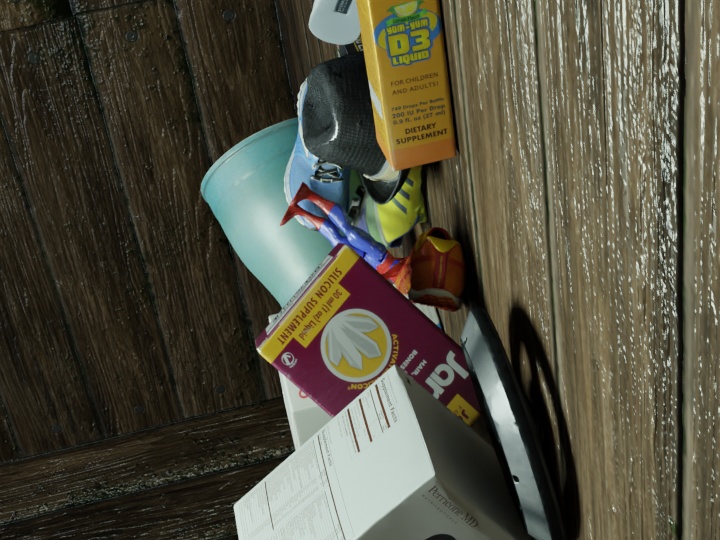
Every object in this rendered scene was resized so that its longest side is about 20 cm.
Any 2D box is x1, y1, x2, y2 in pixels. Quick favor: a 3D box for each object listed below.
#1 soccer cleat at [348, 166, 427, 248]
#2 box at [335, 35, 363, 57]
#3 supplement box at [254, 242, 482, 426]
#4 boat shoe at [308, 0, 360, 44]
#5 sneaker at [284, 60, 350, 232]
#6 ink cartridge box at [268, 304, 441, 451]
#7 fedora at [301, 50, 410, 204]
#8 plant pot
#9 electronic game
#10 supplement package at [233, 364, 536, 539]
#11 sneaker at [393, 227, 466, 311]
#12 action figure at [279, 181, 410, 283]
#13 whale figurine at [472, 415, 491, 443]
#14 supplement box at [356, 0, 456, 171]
[{"bbox_3d":[0.043,-0.087,1.561,0.201,0.083,0.065,121,168,-59],"label":"soccer cleat"},{"bbox_3d":[0.018,-0.177,1.666,0.162,0.048,0.202,-113,10,-51],"label":"box"},{"bbox_3d":[0.014,0.087,1.335,0.200,0.131,0.103,41,178,-6],"label":"supplement box"},{"bbox_3d":[0.004,-0.297,1.357,0.202,0.074,0.087,126,158,-67],"label":"boat shoe"},{"bbox_3d":[-0.042,-0.142,1.591,0.089,0.077,0.203,123,148,-71],"label":"sneaker"},{"bbox_3d":[0.004,0.128,1.707,0.146,0.197,0.149,83,173,-51],"label":"ink cartridge box"},{"bbox_3d":[-0.007,-0.161,1.429,0.200,0.090,0.204,-176,90,-73],"label":"fedora"},{"bbox_3d":[-0.068,-0.055,1.734,0.200,0.198,0.190,90,156,-71],"label":"plant pot"},{"bbox_3d":[0.125,0.127,1.154,0.200,0.041,0.203,-19,-89,-90],"label":"electronic game"},{"bbox_3d":[0.032,0.233,1.218,0.191,0.200,0.148,40,-164,-31],"label":"supplement package"},{"bbox_3d":[0.076,-0.001,1.409,0.200,0.072,0.078,166,115,-83],"label":"sneaker"},{"bbox_3d":[0.000,0.000,1.522,0.100,0.198,0.065,-64,5,-33],"label":"action figure"},{"bbox_3d":[0.086,0.201,1.481,0.201,0.102,0.161,83,173,-52],"label":"whale figurine"},{"bbox_3d":[0.037,-0.193,1.246,0.069,0.066,0.202,-110,8,-59],"label":"supplement box"}]
